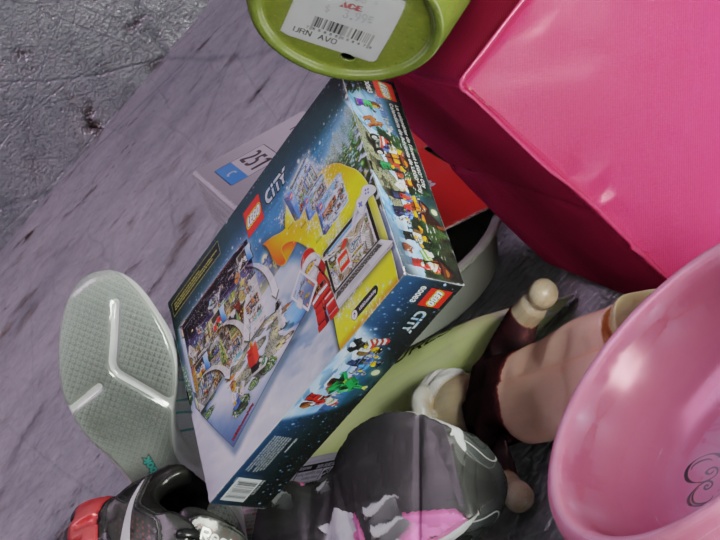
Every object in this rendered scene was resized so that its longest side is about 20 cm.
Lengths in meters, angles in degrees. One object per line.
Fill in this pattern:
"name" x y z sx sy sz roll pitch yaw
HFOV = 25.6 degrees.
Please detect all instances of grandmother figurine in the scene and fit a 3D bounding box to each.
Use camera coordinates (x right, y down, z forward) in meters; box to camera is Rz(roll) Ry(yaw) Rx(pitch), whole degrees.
"grandmother figurine" 0.089 0.069 0.841 0.200 0.060 0.122 -22 45 60

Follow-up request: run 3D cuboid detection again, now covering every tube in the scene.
"tube" 0.040 0.065 0.968 0.199 0.052 0.058 -36 27 37

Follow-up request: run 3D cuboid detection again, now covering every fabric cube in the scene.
"fabric cube" 0.142 -0.117 0.852 0.197 0.200 0.199 -50 20 -4

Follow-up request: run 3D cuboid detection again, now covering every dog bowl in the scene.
"dog bowl" 0.159 0.065 0.652 0.200 0.074 0.201 -43 20 20

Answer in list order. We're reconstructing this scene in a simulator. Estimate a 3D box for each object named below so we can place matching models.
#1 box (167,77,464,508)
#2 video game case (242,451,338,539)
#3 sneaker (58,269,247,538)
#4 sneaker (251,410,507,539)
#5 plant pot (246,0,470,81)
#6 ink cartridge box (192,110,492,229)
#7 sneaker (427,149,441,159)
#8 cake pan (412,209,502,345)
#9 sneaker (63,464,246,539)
"box" -0.031 0.013 0.835 0.200 0.037 0.138 -50 42 37
"video game case" -0.078 0.205 0.979 0.199 0.045 0.182 -21 32 57
"sneaker" -0.123 0.090 0.946 0.070 0.202 0.080 -19 15 6
"sneaker" 0.021 0.130 0.824 0.200 0.086 0.081 -28 51 54
"plant pot" 0.009 -0.199 0.774 0.187 0.186 0.202 -29 43 47
"ink cartridge box" 0.001 -0.063 1.026 0.175 0.045 0.200 -29 27 -12
"sneaker" 0.067 -0.070 1.146 0.088 0.077 0.200 11 48 46
"cake pan" 0.000 0.000 1.000 0.198 0.037 0.201 -18 26 9
"sneaker" -0.099 0.181 0.832 0.098 0.071 0.201 -37 40 15
